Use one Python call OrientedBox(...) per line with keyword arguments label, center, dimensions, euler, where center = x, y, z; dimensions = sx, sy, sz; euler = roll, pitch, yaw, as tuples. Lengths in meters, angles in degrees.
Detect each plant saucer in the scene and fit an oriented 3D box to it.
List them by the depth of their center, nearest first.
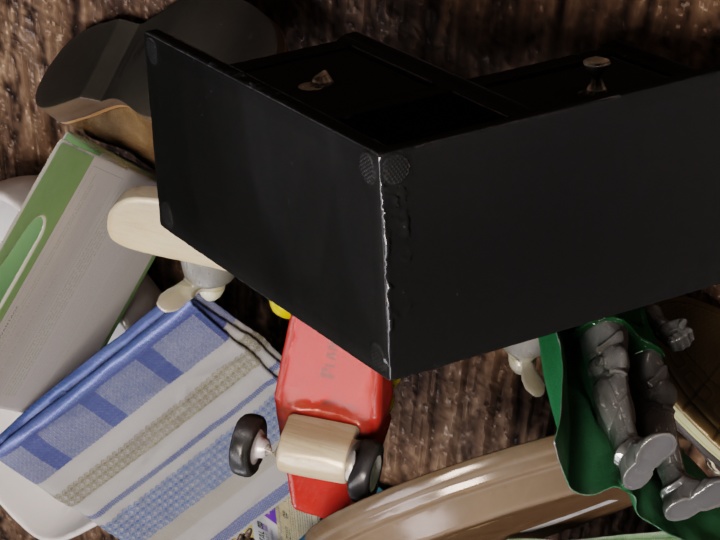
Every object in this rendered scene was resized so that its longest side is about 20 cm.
OrientedBox(label="plant saucer", center=(0.071, 0.114, 1.133), dimensions=(0.200, 0.199, 0.030), euler=(-41, 64, 59))

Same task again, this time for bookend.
OrientedBox(label="bookend", center=(0.044, -0.052, 0.965), dimensions=(0.199, 0.199, 0.092), euler=(32, 130, 54))

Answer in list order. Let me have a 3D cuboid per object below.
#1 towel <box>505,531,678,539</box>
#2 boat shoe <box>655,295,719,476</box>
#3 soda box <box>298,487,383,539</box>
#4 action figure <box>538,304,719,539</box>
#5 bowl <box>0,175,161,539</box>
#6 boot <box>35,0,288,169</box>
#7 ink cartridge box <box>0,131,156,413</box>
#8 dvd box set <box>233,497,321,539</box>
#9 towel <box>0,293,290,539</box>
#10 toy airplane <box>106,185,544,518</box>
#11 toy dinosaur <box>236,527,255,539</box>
OrientedBox(label="towel", center=(0.123, 0.186, 1.239), dimensions=(0.152, 0.023, 0.200), euler=(-2, 149, -13))
OrientedBox(label="boat shoe", center=(0.194, 0.091, 1.072), dimensions=(0.200, 0.073, 0.065), euler=(40, 144, 1))
OrientedBox(label="soda box", center=(0.044, 0.225, 1.399), dimensions=(0.200, 0.064, 0.068), euler=(56, 167, -25))
OrientedBox(label="action figure", center=(0.106, 0.023, 1.001), dimensions=(0.055, 0.200, 0.118), euler=(-38, 128, 19))
OrientedBox(label="bowl", center=(-0.180, 0.044, 1.378), dimensions=(0.200, 0.075, 0.200), euler=(51, 135, -2))
OrientedBox(label="boot", center=(-0.082, -0.088, 1.163), dimensions=(0.075, 0.074, 0.200), euler=(39, 160, -28))
OrientedBox(label="ink cartridge box", center=(-0.167, 0.000, 1.183), dimensions=(0.048, 0.146, 0.200), euler=(30, -179, 17))
OrientedBox(label="dvd box set", center=(-0.099, 0.116, 1.462), dimensions=(0.199, 0.029, 0.147), euler=(26, 147, 22))
OrientedBox(label="towel", center=(-0.095, 0.090, 1.275), dimensions=(0.200, 0.147, 0.024), euler=(41, -167, -52))
OrientedBox(label="toy airplane", center=(0.000, 0.000, 1.130), dimensions=(0.199, 0.141, 0.200), euler=(-35, 93, 22))
OrientedBox(label="toy dinosaur", center=(-0.041, 0.232, 1.398), dimensions=(0.135, 0.086, 0.200), euler=(38, 169, 23))
